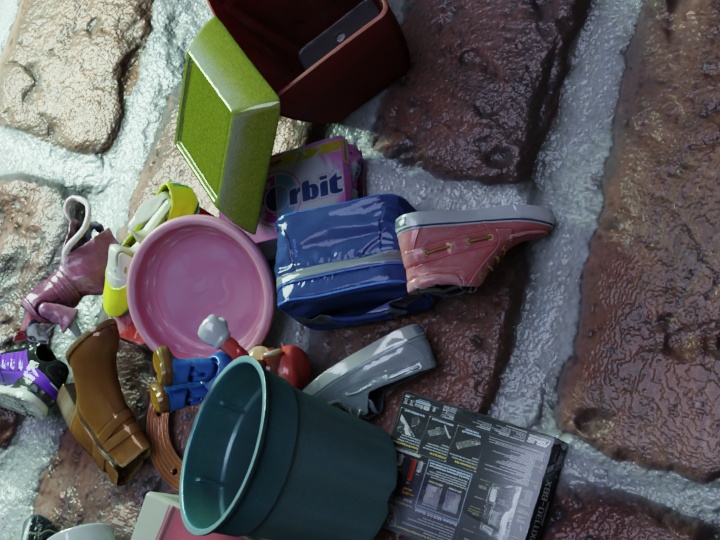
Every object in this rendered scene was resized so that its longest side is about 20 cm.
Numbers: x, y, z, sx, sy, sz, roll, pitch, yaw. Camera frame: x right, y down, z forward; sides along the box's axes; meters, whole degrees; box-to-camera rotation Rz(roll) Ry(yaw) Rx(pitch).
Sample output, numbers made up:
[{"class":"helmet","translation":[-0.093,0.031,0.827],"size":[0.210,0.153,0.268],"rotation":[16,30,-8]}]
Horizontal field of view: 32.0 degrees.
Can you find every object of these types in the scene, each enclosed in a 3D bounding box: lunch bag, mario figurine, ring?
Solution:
[{"class":"lunch bag","translation":[0.000,0.000,1.510],"size":[0.197,0.136,0.134],"rotation":[-11,70,22]},{"class":"mario figurine","translation":[-0.158,0.120,1.527],"size":[0.124,0.197,0.108],"rotation":[133,131,-58]},{"class":"ring","translation":[-0.191,0.192,1.618],"size":[0.198,0.019,0.204],"rotation":[-8,72,24]}]

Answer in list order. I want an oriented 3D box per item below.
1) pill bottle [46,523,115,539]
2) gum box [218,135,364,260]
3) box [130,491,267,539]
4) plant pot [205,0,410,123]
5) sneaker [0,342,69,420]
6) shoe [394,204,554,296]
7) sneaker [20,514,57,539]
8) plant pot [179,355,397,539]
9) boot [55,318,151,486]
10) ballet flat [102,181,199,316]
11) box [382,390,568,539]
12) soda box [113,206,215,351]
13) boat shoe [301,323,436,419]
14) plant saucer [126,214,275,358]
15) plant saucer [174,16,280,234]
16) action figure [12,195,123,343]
[{"class":"pill bottle","translation":[-0.332,0.427,1.560],"size":[0.119,0.119,0.202],"rotation":[-26,64,17]},{"class":"gum box","translation":[-0.085,-0.090,1.619],"size":[0.197,0.066,0.115],"rotation":[-14,70,23]},{"class":"box","translation":[-0.164,0.352,1.492],"size":[0.198,0.128,0.110],"rotation":[16,84,30]},{"class":"plant pot","translation":[-0.046,-0.303,1.601],"size":[0.199,0.176,0.202],"rotation":[-34,62,14]},{"class":"sneaker","translation":[-0.475,0.140,1.755],"size":[0.198,0.070,0.100],"rotation":[14,60,39]},{"class":"shoe","translation":[0.137,-0.021,1.443],"size":[0.197,0.071,0.093],"rotation":[-4,78,-20]},{"class":"sneaker","translation":[-0.443,0.423,1.645],"size":[0.085,0.077,0.203],"rotation":[-11,70,27]},{"class":"plant pot","translation":[-0.075,0.225,1.421],"size":[0.200,0.194,0.202],"rotation":[-43,34,40]},{"class":"boot","translation":[-0.320,0.172,1.629],"size":[0.155,0.073,0.201],"rotation":[50,137,23]},{"class":"ballet flat","translation":[-0.288,-0.033,1.633],"size":[0.067,0.067,0.201],"rotation":[40,95,33]},{"class":"box","translation":[0.119,0.241,1.427],"size":[0.198,0.050,0.160],"rotation":[13,82,30]},{"class":"soda box","translation":[-0.264,0.006,1.685],"size":[0.069,0.063,0.203],"rotation":[15,82,29]},{"class":"boat shoe","translation":[0.004,0.140,1.503],"size":[0.200,0.070,0.072],"rotation":[-34,74,21]},{"class":"plant saucer","translation":[-0.198,0.028,1.596],"size":[0.197,0.051,0.204],"rotation":[2,100,14]},{"class":"plant saucer","translation":[-0.176,-0.178,1.555],"size":[0.200,0.047,0.202],"rotation":[53,141,38]},{"class":"action figure","translation":[-0.397,0.023,1.695],"size":[0.200,0.150,0.133],"rotation":[-43,38,-22]}]
